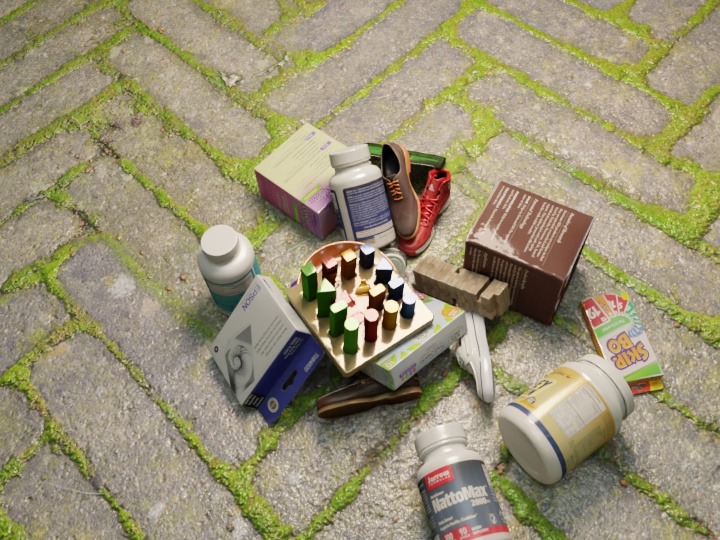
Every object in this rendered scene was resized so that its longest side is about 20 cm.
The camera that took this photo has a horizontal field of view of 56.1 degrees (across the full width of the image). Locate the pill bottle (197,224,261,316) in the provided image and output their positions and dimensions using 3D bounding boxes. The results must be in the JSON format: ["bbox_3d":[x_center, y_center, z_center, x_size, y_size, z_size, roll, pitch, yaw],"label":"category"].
[{"bbox_3d":[-0.252,-0.001,1.315,0.109,0.201,0.112,-2,56,3],"label":"pill bottle"}]

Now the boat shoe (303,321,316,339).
[{"bbox_3d":[-0.035,0.117,1.308,0.197,0.076,0.075,-15,89,-15],"label":"boat shoe"}]

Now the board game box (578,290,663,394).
[{"bbox_3d":[0.492,0.136,1.276,0.094,0.030,0.203,-10,60,-2],"label":"board game box"}]

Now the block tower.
[{"bbox_3d":[0.190,0.030,1.311,0.198,0.058,0.054,20,50,37],"label":"block tower"}]

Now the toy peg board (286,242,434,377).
[{"bbox_3d":[0.000,0.042,1.187,0.197,0.098,0.201,-29,61,-21],"label":"toy peg board"}]

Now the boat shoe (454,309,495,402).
[{"bbox_3d":[0.209,0.160,1.262,0.066,0.074,0.202,-9,43,10],"label":"boat shoe"}]

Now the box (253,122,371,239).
[{"bbox_3d":[-0.101,-0.200,1.493,0.199,0.097,0.176,34,65,24],"label":"box"}]

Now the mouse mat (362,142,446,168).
[{"bbox_3d":[0.091,-0.258,1.505,0.197,0.008,0.161,11,19,8],"label":"mouse mat"}]

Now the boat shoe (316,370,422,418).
[{"bbox_3d":[0.012,0.218,1.234,0.197,0.071,0.071,-11,64,-13],"label":"boat shoe"}]

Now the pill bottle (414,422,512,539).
[{"bbox_3d":[0.157,0.362,1.101,0.118,0.120,0.202,-15,57,-5],"label":"pill bottle"}]

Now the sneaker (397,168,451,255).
[{"bbox_3d":[0.133,-0.137,1.422,0.077,0.116,0.202,19,60,16],"label":"sneaker"}]

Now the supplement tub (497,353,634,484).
[{"bbox_3d":[0.348,0.247,1.144,0.198,0.145,0.145,-31,60,-16],"label":"supplement tub"}]

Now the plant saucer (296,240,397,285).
[{"bbox_3d":[-0.022,0.036,1.273,0.196,0.033,0.203,3,57,-4],"label":"plant saucer"}]

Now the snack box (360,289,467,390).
[{"bbox_3d":[0.081,0.122,1.248,0.199,0.054,0.141,-34,36,-29],"label":"snack box"}]

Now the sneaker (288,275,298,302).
[{"bbox_3d":[-0.050,0.052,1.320,0.196,0.071,0.100,-5,22,11],"label":"sneaker"}]

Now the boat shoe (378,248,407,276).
[{"bbox_3d":[0.000,0.000,1.380,0.196,0.077,0.060,-5,18,12],"label":"boat shoe"}]

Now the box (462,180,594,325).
[{"bbox_3d":[0.318,-0.034,1.312,0.198,0.167,0.165,24,61,18],"label":"box"}]

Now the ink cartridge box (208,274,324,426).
[{"bbox_3d":[-0.179,0.148,1.239,0.200,0.040,0.201,48,114,29],"label":"ink cartridge box"}]

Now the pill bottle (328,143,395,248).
[{"bbox_3d":[-0.002,-0.147,1.371,0.109,0.203,0.111,-13,15,4],"label":"pill bottle"}]

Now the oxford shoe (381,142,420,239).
[{"bbox_3d":[0.073,-0.163,1.383,0.070,0.072,0.203,-16,81,24],"label":"oxford shoe"}]
